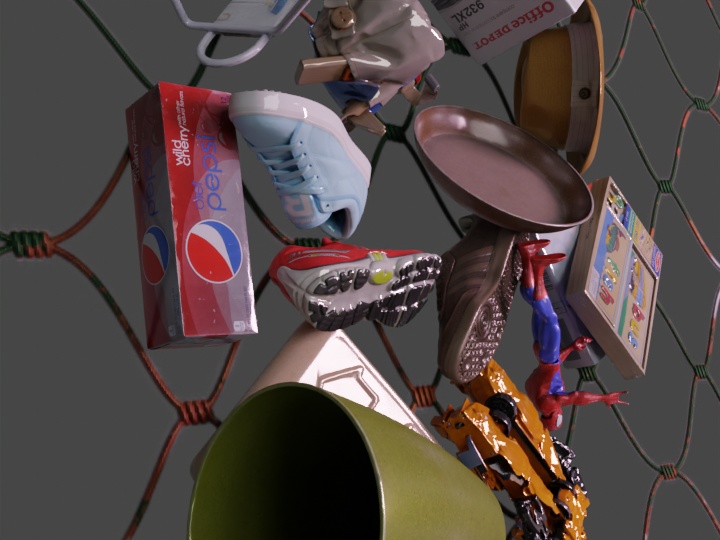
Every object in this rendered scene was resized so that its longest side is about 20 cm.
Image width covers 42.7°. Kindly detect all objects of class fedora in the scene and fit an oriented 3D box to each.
[{"bbox_3d":[0.214,-0.201,1.018,0.081,0.201,0.202,-1,74,3],"label":"fedora"}]

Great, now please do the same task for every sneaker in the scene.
[{"bbox_3d":[0.000,0.000,0.820,0.200,0.085,0.077,3,118,-53],"label":"sneaker"},{"bbox_3d":[0.104,0.023,0.898,0.200,0.075,0.071,-60,143,-34],"label":"sneaker"},{"bbox_3d":[-0.044,-0.080,0.768,0.200,0.074,0.082,31,58,-57],"label":"sneaker"}]

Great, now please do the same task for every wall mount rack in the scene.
[{"bbox_3d":[-0.063,-0.256,0.777,0.200,0.173,0.075,-61,147,-32],"label":"wall mount rack"}]

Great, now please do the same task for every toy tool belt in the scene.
[{"bbox_3d":[-0.003,-0.184,0.839,0.123,0.200,0.125,-37,83,-3],"label":"toy tool belt"}]

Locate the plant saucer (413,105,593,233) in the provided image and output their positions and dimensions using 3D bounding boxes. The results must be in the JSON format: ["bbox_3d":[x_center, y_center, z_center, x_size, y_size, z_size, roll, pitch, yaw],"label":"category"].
[{"bbox_3d":[0.139,-0.098,0.927,0.199,0.032,0.201,18,33,-13],"label":"plant saucer"}]

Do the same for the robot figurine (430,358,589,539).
[{"bbox_3d":[0.152,0.188,0.884,0.200,0.058,0.145,55,34,-12],"label":"robot figurine"}]

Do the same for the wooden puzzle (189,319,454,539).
[{"bbox_3d":[-0.026,0.168,0.771,0.200,0.046,0.185,47,53,-13],"label":"wooden puzzle"}]

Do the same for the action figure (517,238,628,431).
[{"bbox_3d":[0.210,0.069,0.919,0.099,0.065,0.201,-6,112,-6],"label":"action figure"}]

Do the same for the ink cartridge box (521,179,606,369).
[{"bbox_3d":[0.267,-0.005,1.048,0.200,0.047,0.161,-31,98,-38],"label":"ink cartridge box"}]

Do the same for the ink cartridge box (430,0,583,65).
[{"bbox_3d":[0.132,-0.339,0.969,0.200,0.145,0.084,49,53,-17],"label":"ink cartridge box"}]

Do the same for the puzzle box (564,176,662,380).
[{"bbox_3d":[0.286,0.005,1.023,0.133,0.025,0.200,49,42,-24],"label":"puzzle box"}]

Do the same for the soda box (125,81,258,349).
[{"bbox_3d":[-0.135,-0.041,0.727,0.070,0.063,0.201,1,76,-39],"label":"soda box"}]

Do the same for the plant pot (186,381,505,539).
[{"bbox_3d":[0.010,0.188,0.667,0.200,0.187,0.188,19,66,-45],"label":"plant pot"}]
